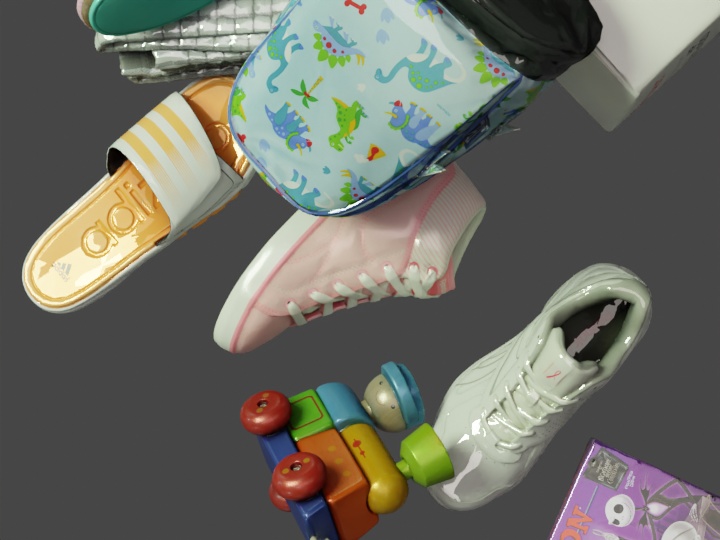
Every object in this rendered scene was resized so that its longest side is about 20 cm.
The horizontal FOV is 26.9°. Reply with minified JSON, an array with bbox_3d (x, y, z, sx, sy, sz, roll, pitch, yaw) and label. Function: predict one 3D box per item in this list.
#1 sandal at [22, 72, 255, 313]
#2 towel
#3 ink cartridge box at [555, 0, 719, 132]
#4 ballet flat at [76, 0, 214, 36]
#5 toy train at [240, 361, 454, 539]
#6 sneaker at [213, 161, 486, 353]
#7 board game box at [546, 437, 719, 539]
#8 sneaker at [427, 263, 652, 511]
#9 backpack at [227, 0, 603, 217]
[{"bbox_3d":[-0.145,-0.049,1.005,0.207,0.059,0.079,-45,84,-2],"label":"sandal"},{"bbox_3d":[-0.078,-0.215,1.001,0.197,0.086,0.168,-5,82,0],"label":"towel"},{"bbox_3d":[0.189,-0.215,0.962,0.200,0.147,0.145,-43,85,-1],"label":"ink cartridge box"},{"bbox_3d":[-0.087,-0.209,0.931,0.198,0.069,0.072,-24,65,-6],"label":"ballet flat"},{"bbox_3d":[0.009,0.136,0.929,0.115,0.200,0.085,-24,124,-9],"label":"toy train"},{"bbox_3d":[0.000,0.000,0.987,0.105,0.075,0.200,43,84,10],"label":"sneaker"},{"bbox_3d":[0.166,0.226,0.988,0.119,0.032,0.202,23,87,8],"label":"board game box"},{"bbox_3d":[0.111,0.071,0.965,0.078,0.099,0.201,40,88,5],"label":"sneaker"},{"bbox_3d":[0.013,-0.121,0.889,0.163,0.200,0.154,47,48,-7],"label":"backpack"}]
